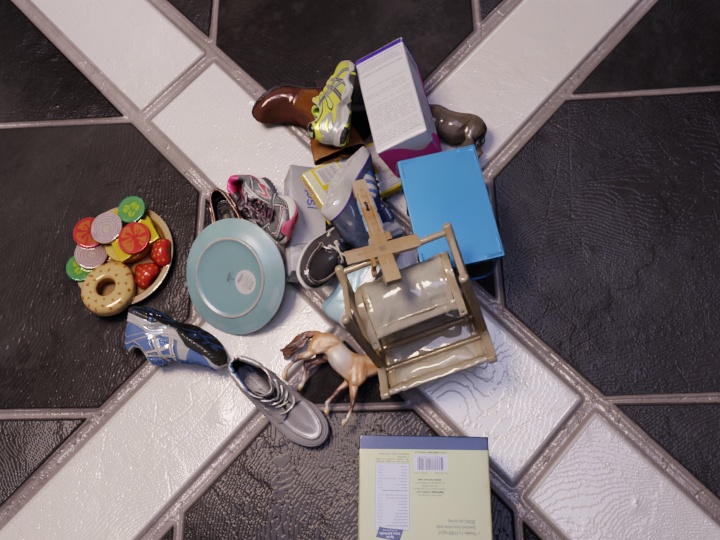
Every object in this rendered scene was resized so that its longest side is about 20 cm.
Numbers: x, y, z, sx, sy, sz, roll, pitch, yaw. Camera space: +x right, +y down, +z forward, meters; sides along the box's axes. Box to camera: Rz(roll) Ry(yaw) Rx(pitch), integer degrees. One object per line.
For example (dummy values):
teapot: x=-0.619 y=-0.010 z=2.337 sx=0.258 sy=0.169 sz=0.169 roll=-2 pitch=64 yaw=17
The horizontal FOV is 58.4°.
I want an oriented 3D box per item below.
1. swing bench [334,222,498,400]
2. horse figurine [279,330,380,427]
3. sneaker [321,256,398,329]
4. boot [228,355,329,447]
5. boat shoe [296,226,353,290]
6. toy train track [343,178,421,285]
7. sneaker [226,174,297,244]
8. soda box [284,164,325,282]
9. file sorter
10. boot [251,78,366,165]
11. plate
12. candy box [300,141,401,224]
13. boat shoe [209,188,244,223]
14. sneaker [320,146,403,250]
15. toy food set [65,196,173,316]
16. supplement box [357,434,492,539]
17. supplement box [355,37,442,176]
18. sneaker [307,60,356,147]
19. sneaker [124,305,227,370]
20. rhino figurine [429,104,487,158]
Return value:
swing bench: x=0.087 y=0.070 z=1.000 sx=0.194 sy=0.202 sz=0.131 roll=-20 pitch=40 yaw=9
horse figurine: x=-0.047 y=0.164 z=1.090 sx=0.198 sy=0.050 sz=0.134 roll=35 pitch=78 yaw=14
sneaker: x=0.000 y=0.000 z=1.129 sx=0.081 sy=0.074 sz=0.202 roll=29 pitch=71 yaw=17
boot: x=-0.139 y=0.215 z=1.055 sx=0.198 sy=0.096 sz=0.074 roll=33 pitch=77 yaw=14
boat shoe: x=-0.034 y=-0.039 z=1.104 sx=0.200 sy=0.060 sz=0.075 roll=-42 pitch=106 yaw=-42
toy train track: x=0.022 y=-0.055 z=0.970 sx=0.112 sy=0.033 sz=0.203 roll=-13 pitch=54 yaw=-7
sneaker: x=-0.174 y=-0.109 z=1.135 sx=0.199 sy=0.073 sz=0.082 roll=39 pitch=113 yaw=47
soda box: x=-0.101 y=-0.083 z=1.158 sx=0.066 sy=0.063 sz=0.206 roll=4 pitch=70 yaw=-18
file sorter: x=0.150 y=-0.086 z=1.119 sx=0.135 sy=0.123 sz=0.205 roll=-12 pitch=71 yaw=0
boot: x=-0.100 y=-0.263 z=1.206 sx=0.183 sy=0.069 sz=0.203 roll=-11 pitch=54 yaw=-12
plate: x=-0.224 y=0.012 z=1.121 sx=0.194 sy=0.026 sz=0.207 roll=2 pitch=95 yaw=18
candy box: x=-0.002 y=-0.167 z=1.171 sx=0.197 sy=0.026 sz=0.104 roll=-28 pitch=78 yaw=-27
boat shoe: x=-0.229 y=-0.054 z=1.166 sx=0.069 sy=0.071 sz=0.203 roll=-26 pitch=73 yaw=-3
sneaker: x=0.016 y=-0.107 z=1.098 sx=0.146 sy=0.080 sz=0.202 roll=42 pitch=37 yaw=-18
toy food set: x=-0.443 y=-0.031 z=1.185 sx=0.198 sy=0.049 sz=0.200 roll=-34 pitch=72 yaw=-7
supplement box: x=0.094 y=0.360 z=0.969 sx=0.194 sy=0.135 sz=0.206 roll=0 pitch=71 yaw=4
supplement box: x=0.070 y=-0.292 z=1.162 sx=0.101 sy=0.101 sz=0.205 roll=-21 pitch=64 yaw=18
sneaker: x=-0.049 y=-0.310 z=1.156 sx=0.074 sy=0.076 sz=0.204 roll=6 pitch=52 yaw=0
sneaker: x=-0.321 y=0.132 z=1.120 sx=0.196 sy=0.076 sz=0.079 roll=23 pitch=97 yaw=11
rhino figurine: x=0.146 y=-0.271 z=1.214 sx=0.196 sy=0.060 sz=0.089 roll=22 pitch=76 yaw=18
